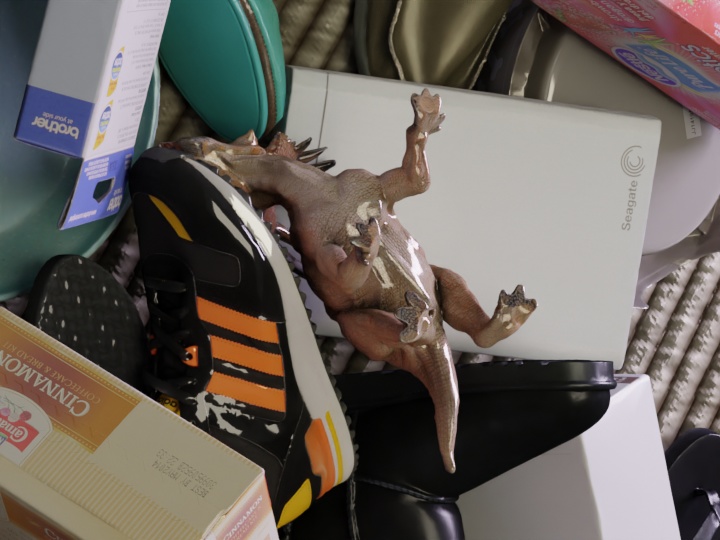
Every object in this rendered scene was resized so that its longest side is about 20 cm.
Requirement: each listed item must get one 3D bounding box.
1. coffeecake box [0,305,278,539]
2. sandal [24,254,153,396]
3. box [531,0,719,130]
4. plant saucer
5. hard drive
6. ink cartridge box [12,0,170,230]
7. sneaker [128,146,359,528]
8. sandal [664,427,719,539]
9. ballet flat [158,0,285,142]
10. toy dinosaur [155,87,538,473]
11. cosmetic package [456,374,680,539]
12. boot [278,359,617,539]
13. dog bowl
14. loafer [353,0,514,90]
[{"bbox_3d":[-0.110,0.130,1.345,0.073,0.153,0.200,-48,153,-24],"label":"coffeecake box"},{"bbox_3d":[-0.127,0.079,1.447,0.075,0.048,0.201,-51,135,-38],"label":"sandal"},{"bbox_3d":[0.182,-0.149,1.556,0.199,0.094,0.103,28,75,-39],"label":"box"},{"bbox_3d":[-0.186,-0.086,1.400,0.199,0.036,0.202,-2,93,-36],"label":"plant saucer"},{"bbox_3d":[0.049,-0.026,1.533,0.199,0.027,0.133,7,97,-16],"label":"hard drive"},{"bbox_3d":[-0.111,-0.122,1.349,0.042,0.119,0.201,13,97,5],"label":"ink cartridge box"},{"bbox_3d":[-0.072,0.041,1.419,0.090,0.070,0.201,-39,120,-28],"label":"sneaker"},{"bbox_3d":[0.181,0.189,1.687,0.076,0.043,0.201,24,79,-35],"label":"sandal"},{"bbox_3d":[-0.082,-0.157,1.459,0.201,0.067,0.071,58,43,-26],"label":"ballet flat"},{"bbox_3d":[0.000,0.000,1.443,0.086,0.135,0.201,-32,96,-33],"label":"toy dinosaur"},{"bbox_3d":[0.107,0.159,1.579,0.081,0.112,0.201,-31,110,-51],"label":"cosmetic package"},{"bbox_3d":[0.041,0.129,1.492,0.073,0.197,0.164,6,78,-64],"label":"boot"},{"bbox_3d":[0.139,-0.081,1.630,0.199,0.059,0.202,-3,95,-37],"label":"dog bowl"},{"bbox_3d":[0.057,-0.169,1.555,0.075,0.069,0.201,25,78,-35],"label":"loafer"}]
